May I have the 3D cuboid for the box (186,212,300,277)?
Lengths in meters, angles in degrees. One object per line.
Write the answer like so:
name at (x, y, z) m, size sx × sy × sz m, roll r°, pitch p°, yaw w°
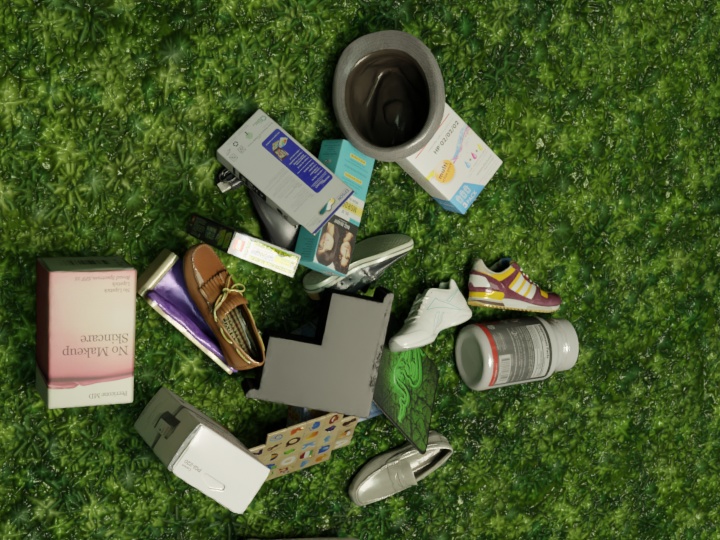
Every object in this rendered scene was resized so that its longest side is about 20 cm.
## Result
box at (-0.176, -0.039, 1.574) m, size 0.109 × 0.200 × 0.035 m, roll 21°, pitch 91°, yaw -27°

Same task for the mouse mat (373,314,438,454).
mouse mat at (0.076, 0.187, 1.778) m, size 0.007 × 0.201 × 0.161 m, roll -24°, pitch 122°, yaw 29°

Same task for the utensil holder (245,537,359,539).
utensil holder at (-0.094, 0.527, 1.761) m, size 0.198 × 0.170 × 0.172 m, roll 6°, pitch 99°, yaw -28°

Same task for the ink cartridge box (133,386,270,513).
ink cartridge box at (-0.242, 0.268, 1.610) m, size 0.145 × 0.200 × 0.085 m, roll 39°, pitch 83°, yaw -28°

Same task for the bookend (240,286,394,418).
bookend at (-0.068, 0.110, 1.662) m, size 0.198 × 0.092 × 0.201 m, roll 10°, pitch 94°, yaw -12°

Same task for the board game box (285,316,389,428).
board game box at (-0.048, 0.182, 1.764) m, size 0.199 × 0.062 × 0.201 m, roll -30°, pitch 113°, yaw -18°

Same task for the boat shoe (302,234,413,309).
boat shoe at (0.000, 0.000, 1.743) m, size 0.199 × 0.075 × 0.063 m, roll -29°, pitch 120°, yaw -15°

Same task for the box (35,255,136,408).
box at (-0.398, 0.086, 1.545) m, size 0.127 × 0.109 × 0.202 m, roll -2°, pitch 102°, yaw -26°

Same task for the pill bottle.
pill bottle at (0.277, 0.142, 1.883) m, size 0.198 × 0.116 × 0.117 m, roll -6°, pitch 104°, yaw -25°

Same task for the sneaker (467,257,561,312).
sneaker at (0.278, 0.024, 1.882) m, size 0.198 × 0.075 × 0.091 m, roll 5°, pitch 90°, yaw -34°

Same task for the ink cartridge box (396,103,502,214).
ink cartridge box at (0.125, -0.201, 1.758) m, size 0.200 × 0.068 × 0.115 m, roll 40°, pitch 83°, yaw -27°

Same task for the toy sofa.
toy sofa at (-0.244, 0.063, 1.622) m, size 0.083 × 0.097 × 0.200 m, roll -49°, pitch 116°, yaw -8°

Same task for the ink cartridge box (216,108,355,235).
ink cartridge box at (-0.113, -0.143, 1.610) m, size 0.200 × 0.039 × 0.099 m, roll 42°, pitch 72°, yaw 8°

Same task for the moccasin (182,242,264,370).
moccasin at (-0.198, 0.053, 1.569) m, size 0.073 × 0.077 × 0.203 m, roll -26°, pitch 100°, yaw -40°

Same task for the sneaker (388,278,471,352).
sneaker at (0.107, 0.078, 1.800) m, size 0.200 × 0.070 × 0.081 m, roll -29°, pitch 101°, yaw -45°

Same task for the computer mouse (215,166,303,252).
computer mouse at (-0.127, -0.095, 1.668) m, size 0.138 × 0.053 × 0.201 m, roll -33°, pitch 114°, yaw -17°

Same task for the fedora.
fedora at (0.048, -0.266, 1.676) m, size 0.175 × 0.090 × 0.202 m, roll -16°, pitch 82°, yaw 8°

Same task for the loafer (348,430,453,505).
loafer at (0.071, 0.347, 1.853) m, size 0.199 × 0.070 × 0.070 m, roll -32°, pitch 113°, yaw -16°

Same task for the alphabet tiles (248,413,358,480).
alphabet tiles at (-0.099, 0.287, 1.735) m, size 0.198 × 0.006 × 0.167 m, roll -15°, pitch 147°, yaw -22°

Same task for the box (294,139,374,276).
box at (-0.041, -0.098, 1.674) m, size 0.082 × 0.049 × 0.202 m, roll 23°, pitch 76°, yaw -45°
